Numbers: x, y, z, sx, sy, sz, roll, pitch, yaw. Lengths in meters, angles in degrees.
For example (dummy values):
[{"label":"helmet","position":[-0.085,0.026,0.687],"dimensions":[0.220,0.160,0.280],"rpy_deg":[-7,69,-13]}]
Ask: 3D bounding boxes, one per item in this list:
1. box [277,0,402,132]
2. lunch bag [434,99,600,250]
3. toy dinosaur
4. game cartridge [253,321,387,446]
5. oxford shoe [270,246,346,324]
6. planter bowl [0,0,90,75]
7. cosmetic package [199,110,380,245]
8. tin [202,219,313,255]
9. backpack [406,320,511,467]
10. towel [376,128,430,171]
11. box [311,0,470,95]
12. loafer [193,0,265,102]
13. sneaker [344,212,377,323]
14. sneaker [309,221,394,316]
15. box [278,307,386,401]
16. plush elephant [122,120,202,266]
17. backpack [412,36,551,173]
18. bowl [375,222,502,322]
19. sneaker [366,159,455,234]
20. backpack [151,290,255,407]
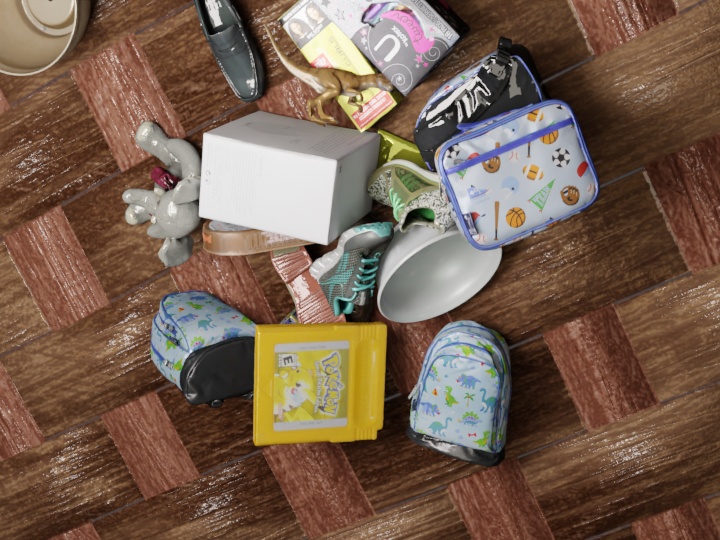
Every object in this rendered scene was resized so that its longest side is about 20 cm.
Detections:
[{"label":"box","position":[-0.028,-0.301,1.660],"dimensions":[0.075,0.050,0.201],"rpy_deg":[-34,96,20]},{"label":"lunch bag","position":[0.193,-0.125,1.475],"dimensions":[0.197,0.076,0.163],"rpy_deg":[-22,98,1]},{"label":"toy dinosaur","position":[-0.051,-0.263,1.630],"dimensions":[0.196,0.060,0.108],"rpy_deg":[14,85,4]},{"label":"game cartridge","position":[-0.059,0.166,1.706],"dimensions":[0.196,0.032,0.180],"rpy_deg":[-1,101,-14]},{"label":"oxford shoe","position":[-0.069,0.040,1.752],"dimensions":[0.070,0.074,0.203],"rpy_deg":[-24,88,2]},{"label":"planter bowl","position":[-0.477,-0.397,1.695],"dimensions":[0.196,0.135,0.204],"rpy_deg":[4,108,12]},{"label":"cosmetic package","position":[-0.096,-0.135,1.638],"dimensions":[0.196,0.199,0.125],"rpy_deg":[11,110,16]},{"label":"tin","position":[-0.135,-0.061,1.696],"dimensions":[0.197,0.112,0.043],"rpy_deg":[-10,113,-22]},{"label":"backpack","position":[0.154,0.177,1.724],"dimensions":[0.161,0.154,0.204],"rpy_deg":[17,97,15]},{"label":"towel","position":[0.102,-0.130,1.700],"dimensions":[0.197,0.018,0.087],"rpy_deg":[25,106,6]},{"label":"box","position":[0.037,-0.353,1.584],"dimensions":[0.200,0.132,0.115],"rpy_deg":[44,110,-2]},{"label":"loafer","position":[-0.196,-0.339,1.678],"dimensions":[0.067,0.070,0.204],"rpy_deg":[-17,102,18]},{"label":"sneaker","position":[-0.017,0.014,1.739],"dimensions":[0.069,0.076,0.204],"rpy_deg":[9,108,11]},{"label":"sneaker","position":[0.000,0.000,1.611],"dimensions":[0.200,0.076,0.093],"rpy_deg":[-45,60,57]},{"label":"box","position":[-0.052,0.151,1.792],"dimensions":[0.064,0.070,0.200],"rpy_deg":[-41,94,19]},{"label":"plush elephant","position":[-0.282,-0.103,1.724],"dimensions":[0.197,0.155,0.167],"rpy_deg":[23,111,6]},{"label":"backpack","position":[0.173,-0.197,1.586],"dimensions":[0.188,0.154,0.202],"rpy_deg":[-26,100,17]},{"label":"bowl","position":[0.098,-0.022,1.666],"dimensions":[0.200,0.200,0.091],"rpy_deg":[-40,56,21]},{"label":"sneaker","position":[0.068,-0.093,1.580],"dimensions":[0.198,0.089,0.078],"rpy_deg":[13,138,47]},{"label":"backpack","position":[-0.238,0.114,1.764],"dimensions":[0.199,0.161,0.157],"rpy_deg":[8,106,58]}]
